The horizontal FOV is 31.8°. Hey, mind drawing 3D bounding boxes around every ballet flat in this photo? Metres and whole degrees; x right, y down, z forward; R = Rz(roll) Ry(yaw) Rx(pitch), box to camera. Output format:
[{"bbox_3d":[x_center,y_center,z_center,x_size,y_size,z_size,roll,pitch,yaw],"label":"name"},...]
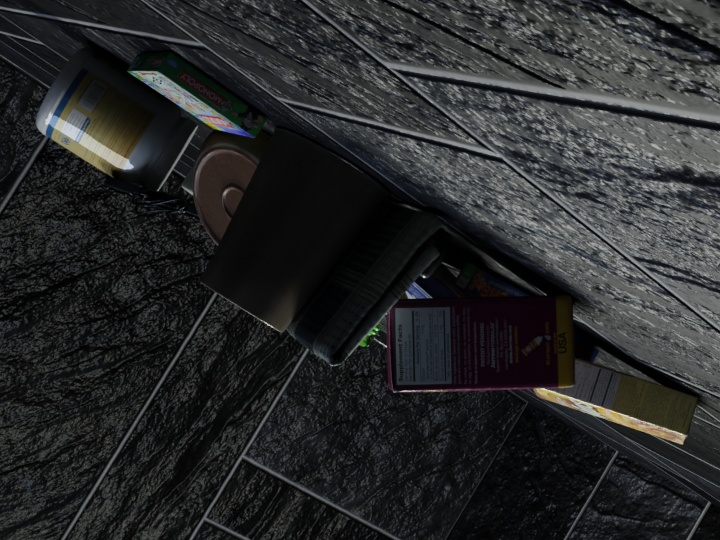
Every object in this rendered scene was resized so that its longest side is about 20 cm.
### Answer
[{"bbox_3d":[0.028,-0.049,1.538,0.066,0.057,0.200,30,179,-42],"label":"ballet flat"}]

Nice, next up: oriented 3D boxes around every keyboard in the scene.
[{"bbox_3d":[-0.281,-0.087,1.785,0.200,0.040,0.104,17,172,23],"label":"keyboard"}]

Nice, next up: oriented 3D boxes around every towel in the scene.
[{"bbox_3d":[0.005,0.011,1.411,0.035,0.200,0.193,40,175,-19],"label":"towel"}]

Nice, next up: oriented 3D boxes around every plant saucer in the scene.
[{"bbox_3d":[-0.149,-0.088,1.623,0.200,0.201,0.034,30,-141,26],"label":"plant saucer"}]

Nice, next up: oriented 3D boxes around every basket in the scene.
[{"bbox_3d":[-0.086,-0.042,1.455,0.136,0.200,0.180,35,176,-42],"label":"basket"}]

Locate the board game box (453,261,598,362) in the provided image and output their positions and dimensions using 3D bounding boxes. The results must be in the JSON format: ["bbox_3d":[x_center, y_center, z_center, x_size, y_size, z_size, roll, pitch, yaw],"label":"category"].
[{"bbox_3d":[0.217,0.062,1.632,0.135,0.035,0.200,30,176,34],"label":"board game box"}]

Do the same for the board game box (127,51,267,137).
[{"bbox_3d":[-0.197,-0.210,1.498,0.134,0.029,0.200,34,176,-21],"label":"board game box"}]

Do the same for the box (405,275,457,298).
[{"bbox_3d":[0.101,0.045,1.589,0.121,0.032,0.200,42,175,19],"label":"box"}]

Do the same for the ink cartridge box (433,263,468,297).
[{"bbox_3d":[0.136,0.057,1.680,0.162,0.050,0.200,45,-171,4],"label":"ink cartridge box"}]

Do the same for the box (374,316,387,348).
[{"bbox_3d":[0.038,0.044,2.102,0.079,0.141,0.200,35,176,-19],"label":"box"}]

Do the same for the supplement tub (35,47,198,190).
[{"bbox_3d":[-0.352,-0.214,1.835,0.200,0.145,0.145,33,177,-7],"label":"supplement tub"}]

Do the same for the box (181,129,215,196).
[{"bbox_3d":[-0.121,-0.099,1.730,0.200,0.109,0.128,30,176,27],"label":"box"}]

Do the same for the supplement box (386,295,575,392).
[{"bbox_3d":[0.130,0.082,1.410,0.199,0.104,0.131,-1,177,0],"label":"supplement box"}]

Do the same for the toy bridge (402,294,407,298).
[{"bbox_3d":[0.108,0.058,1.800,0.200,0.027,0.067,31,-161,-49],"label":"toy bridge"}]

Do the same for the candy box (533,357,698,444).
[{"bbox_3d":[0.322,0.160,1.602,0.199,0.055,0.115,17,171,16],"label":"candy box"}]

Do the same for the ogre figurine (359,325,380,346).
[{"bbox_3d":[0.000,0.000,1.694,0.098,0.120,0.200,-3,137,38],"label":"ogre figurine"}]
